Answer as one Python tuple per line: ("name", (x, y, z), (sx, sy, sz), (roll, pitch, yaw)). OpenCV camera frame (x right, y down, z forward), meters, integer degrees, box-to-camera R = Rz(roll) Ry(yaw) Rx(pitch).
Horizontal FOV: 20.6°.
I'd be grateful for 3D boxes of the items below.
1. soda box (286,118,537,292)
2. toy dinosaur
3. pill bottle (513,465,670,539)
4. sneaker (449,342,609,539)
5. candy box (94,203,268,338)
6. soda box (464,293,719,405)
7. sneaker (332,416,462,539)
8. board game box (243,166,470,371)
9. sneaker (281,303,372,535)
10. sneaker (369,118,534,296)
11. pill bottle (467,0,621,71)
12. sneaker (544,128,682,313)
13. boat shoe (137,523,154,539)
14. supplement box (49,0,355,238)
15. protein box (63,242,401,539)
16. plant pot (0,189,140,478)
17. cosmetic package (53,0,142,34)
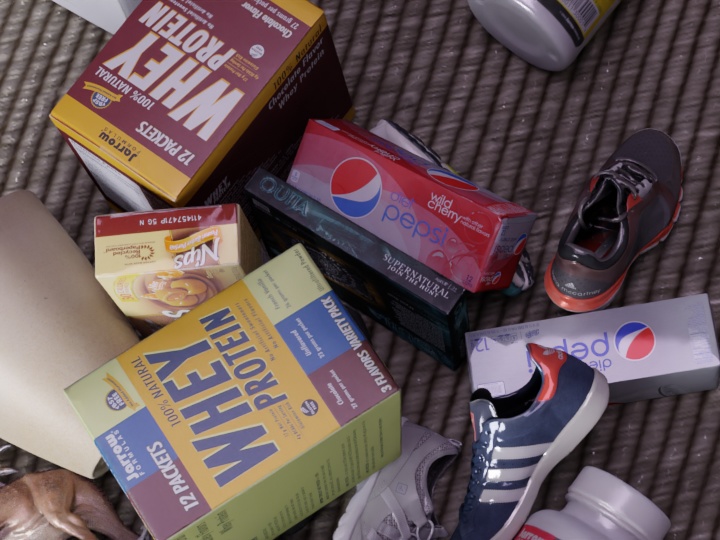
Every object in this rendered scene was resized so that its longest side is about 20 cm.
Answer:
("soda box", (0.039, -0.054, 1.614), (0.200, 0.063, 0.070), (28, 107, 27))
("toy dinosaur", (-0.273, 0.194, 1.624), (0.199, 0.086, 0.136), (-5, 50, -5))
("pill bottle", (0.152, 0.255, 1.524), (0.111, 0.111, 0.200), (32, 77, 17))
("sneaker", (0.105, 0.143, 1.548), (0.084, 0.075, 0.200), (33, 96, -10))
("candy box", (-0.135, 0.008, 1.603), (0.115, 0.200, 0.055), (-4, 71, 6))
("soda box", (0.188, 0.073, 1.606), (0.199, 0.068, 0.064), (-9, 70, 4))
("sneaker", (0.026, 0.210, 1.575), (0.082, 0.075, 0.200), (11, 72, 13))
("board game box", (0.000, 0.000, 1.622), (0.200, 0.135, 0.028), (32, 74, 16))
("sneaker", (-0.039, 0.116, 1.617), (0.075, 0.079, 0.200), (13, 71, 12))
("sneaker", (0.067, -0.042, 1.673), (0.200, 0.077, 0.080), (43, 100, 24))
("pill bottle", (0.192, -0.280, 1.706), (0.114, 0.114, 0.200), (36, 78, 18))
("sneaker", (0.216, -0.055, 1.621), (0.077, 0.082, 0.200), (20, 54, 15))
("boat shoe", (-0.145, 0.208, 1.593), (0.086, 0.075, 0.202), (-12, 73, -27))
("supplement box", (-0.124, -0.131, 1.651), (0.133, 0.200, 0.197), (34, 78, 17))
("protein box", (-0.088, 0.114, 1.473), (0.200, 0.199, 0.135), (-32, 73, -9))
("plant pot", (-0.259, 0.069, 1.624), (0.200, 0.187, 0.187), (41, 80, 8))
("cosmetic package", (-0.260, -0.328, 1.740), (0.199, 0.200, 0.123), (30, 77, 16))
